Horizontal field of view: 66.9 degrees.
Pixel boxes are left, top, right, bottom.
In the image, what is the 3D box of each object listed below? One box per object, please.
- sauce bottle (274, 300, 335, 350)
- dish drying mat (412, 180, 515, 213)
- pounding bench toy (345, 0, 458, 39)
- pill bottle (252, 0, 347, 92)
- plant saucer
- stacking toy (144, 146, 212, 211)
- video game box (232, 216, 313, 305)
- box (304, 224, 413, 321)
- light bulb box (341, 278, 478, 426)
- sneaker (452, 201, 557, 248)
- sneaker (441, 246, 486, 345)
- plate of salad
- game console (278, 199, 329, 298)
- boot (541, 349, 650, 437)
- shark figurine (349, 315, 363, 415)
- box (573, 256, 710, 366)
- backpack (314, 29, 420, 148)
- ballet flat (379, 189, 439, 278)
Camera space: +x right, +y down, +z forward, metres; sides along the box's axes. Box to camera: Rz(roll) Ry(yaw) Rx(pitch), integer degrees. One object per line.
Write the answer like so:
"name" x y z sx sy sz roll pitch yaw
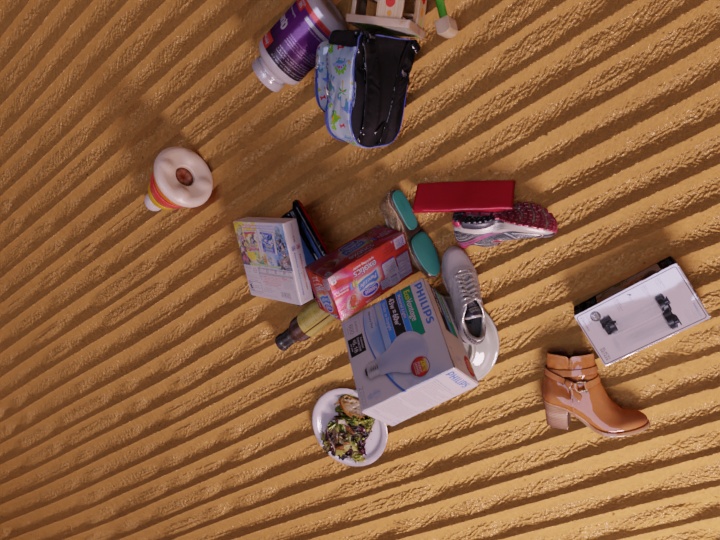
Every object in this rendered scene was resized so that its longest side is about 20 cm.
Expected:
"sauce bottle" -0.121 0.121 1.269 0.199 0.065 0.065 -35 89 24
"dish drying mat" 0.204 -0.145 1.080 0.196 0.078 0.018 2 144 21
"pounding bench toy" 0.093 -0.520 0.998 0.196 0.124 0.159 14 107 18
"pill bottle" -0.128 -0.461 1.106 0.199 0.112 0.113 -36 88 24
"plant saucer" 0.194 0.157 1.162 0.196 0.050 0.204 5 104 20
"stacking toy" -0.461 -0.195 1.316 0.198 0.145 0.148 -22 95 44
"video game box" -0.199 -0.026 1.226 0.198 0.046 0.186 8 117 45
"box" 0.000 0.000 1.103 0.095 0.198 0.101 21 136 52
"light bulb box" 0.091 0.160 1.056 0.198 0.125 0.201 -30 53 18
"sneaker" 0.280 -0.084 1.063 0.196 0.081 0.076 3 131 22
"sneaker" 0.213 0.047 1.089 0.075 0.081 0.204 -14 83 0
"plate of salad" -0.031 0.381 1.305 0.196 0.048 0.204 5 105 20
"game console" -0.139 -0.032 1.212 0.117 0.172 0.202 -30 91 -8
"boot" 0.459 0.234 1.071 0.197 0.076 0.159 1 99 29
"shark figurine" 0.045 0.200 1.203 0.125 0.090 0.218 -6 57 1
"box" 0.514 0.077 1.010 0.199 0.060 0.118 -35 89 25
"backpack" 0.004 -0.346 1.051 0.146 0.181 0.204 21 115 39
"ballet flat" 0.101 -0.072 1.145 0.065 0.070 0.203 -25 90 51
